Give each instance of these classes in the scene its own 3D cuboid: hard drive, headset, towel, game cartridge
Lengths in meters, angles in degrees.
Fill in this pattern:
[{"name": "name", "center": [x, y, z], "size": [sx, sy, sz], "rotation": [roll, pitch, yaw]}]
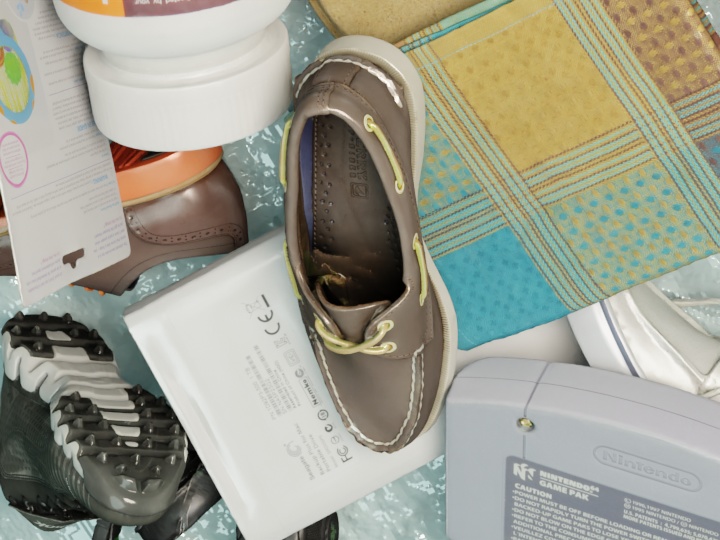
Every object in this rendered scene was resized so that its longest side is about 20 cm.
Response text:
[{"name": "hard drive", "center": [0.007, 0.030, 1.108], "size": [0.199, 0.026, 0.133], "rotation": [-28, 104, 2]}, {"name": "headset", "center": [-0.069, 0.122, 1.185], "size": [0.123, 0.094, 0.201], "rotation": [22, 102, 9]}, {"name": "towel", "center": [0.079, -0.051, 1.015], "size": [0.199, 0.022, 0.147], "rotation": [-23, 109, 35]}, {"name": "game cartridge", "center": [0.134, 0.109, 1.071], "size": [0.199, 0.042, 0.134], "rotation": [17, 132, 18]}]

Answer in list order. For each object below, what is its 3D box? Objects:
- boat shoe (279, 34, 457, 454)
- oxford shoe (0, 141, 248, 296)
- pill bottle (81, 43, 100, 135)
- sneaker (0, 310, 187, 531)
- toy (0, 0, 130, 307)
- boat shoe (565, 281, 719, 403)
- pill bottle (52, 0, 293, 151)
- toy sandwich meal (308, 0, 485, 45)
[{"name": "boat shoe", "center": [0.000, 0.000, 1.031], "size": [0.071, 0.060, 0.201], "rotation": [7, 122, 18]}, {"name": "oxford shoe", "center": [-0.149, -0.012, 1.170], "size": [0.199, 0.071, 0.073], "rotation": [-15, 113, 25]}, {"name": "pill bottle", "center": [-0.190, -0.138, 1.101], "size": [0.113, 0.113, 0.200], "rotation": [-37, 97, 29]}, {"name": "sneaker", "center": [-0.135, 0.094, 1.149], "size": [0.066, 0.200, 0.091], "rotation": [4, 107, -25]}, {"name": "toy", "center": [-0.157, -0.092, 1.012], "size": [0.047, 0.115, 0.202], "rotation": [-6, 100, 20]}, {"name": "boat shoe", "center": [0.179, 0.058, 1.078], "size": [0.086, 0.075, 0.202], "rotation": [-33, 101, 29]}, {"name": "pill bottle", "center": [-0.083, -0.159, 0.994], "size": [0.109, 0.110, 0.201], "rotation": [4, 121, 18]}, {"name": "toy sandwich meal", "center": [0.049, -0.163, 1.028], "size": [0.203, 0.070, 0.207], "rotation": [8, 116, 16]}]
